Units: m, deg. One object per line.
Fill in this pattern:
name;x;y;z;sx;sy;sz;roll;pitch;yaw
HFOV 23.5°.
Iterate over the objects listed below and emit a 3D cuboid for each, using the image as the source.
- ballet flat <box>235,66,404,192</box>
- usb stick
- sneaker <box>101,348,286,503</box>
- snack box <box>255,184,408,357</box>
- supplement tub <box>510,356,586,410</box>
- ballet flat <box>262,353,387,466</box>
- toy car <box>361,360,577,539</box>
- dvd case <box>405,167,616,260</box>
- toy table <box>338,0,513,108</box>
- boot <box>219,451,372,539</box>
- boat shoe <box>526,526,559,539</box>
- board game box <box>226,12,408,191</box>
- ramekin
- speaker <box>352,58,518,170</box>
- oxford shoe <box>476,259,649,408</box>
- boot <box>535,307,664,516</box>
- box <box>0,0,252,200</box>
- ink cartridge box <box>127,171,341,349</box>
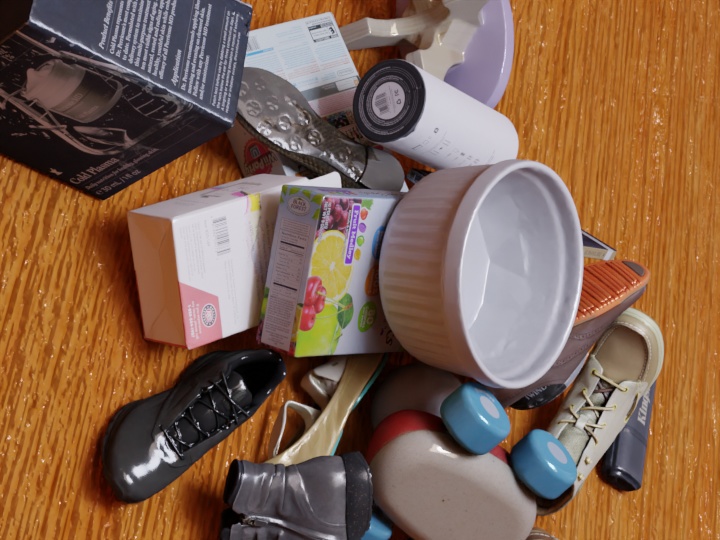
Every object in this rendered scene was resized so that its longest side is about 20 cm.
ballet flat;-0.048;-0.119;1.584;0.199;0.046;0.068;29;65;-24
usb stick;0.296;0.145;1.883;0.055;0.033;0.201;34;53;-27
sneaker;-0.139;0.120;1.451;0.076;0.090;0.200;56;47;-12
snack box;0.000;0.000;1.541;0.199;0.053;0.143;1;103;-52
supplement tub;0.123;0.037;1.704;0.200;0.122;0.123;41;50;-24
ballet flat;-0.035;0.124;1.565;0.063;0.069;0.201;36;49;-9
toy car;0.074;0.158;1.611;0.176;0.184;0.201;34;25;-28
dvd case;0.154;-0.055;1.750;0.199;0.148;0.016;5;114;-53
toy table;0.071;-0.255;1.754;0.117;0.183;0.201;7;58;-59
boot;-0.060;0.251;1.488;0.131;0.070;0.202;-4;101;-16
boat shoe;0.205;0.338;1.692;0.074;0.075;0.201;-71;141;-69
board game box;-0.053;-0.134;1.652;0.147;0.064;0.201;-21;87;-44
ramekin;0.104;0.000;1.536;0.199;0.104;0.202;-9;102;-50
speaker;0.076;-0.137;1.653;0.200;0.081;0.082;17;60;-58
oxford shoe;0.192;0.059;1.643;0.199;0.071;0.073;-30;127;-10
boot;0.228;0.143;1.723;0.072;0.201;0.155;31;47;15
box;-0.227;-0.173;1.409;0.196;0.199;0.125;26;58;-32
ink cartridge box;-0.102;-0.016;1.524;0.199;0.067;0.117;-18;109;-41
